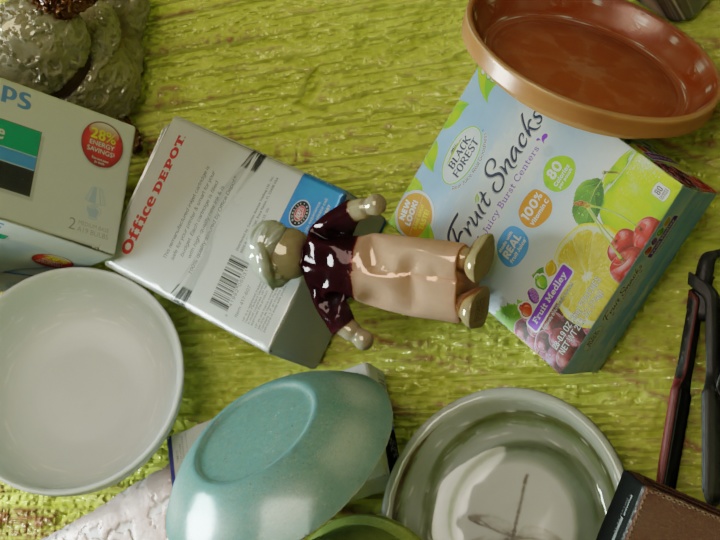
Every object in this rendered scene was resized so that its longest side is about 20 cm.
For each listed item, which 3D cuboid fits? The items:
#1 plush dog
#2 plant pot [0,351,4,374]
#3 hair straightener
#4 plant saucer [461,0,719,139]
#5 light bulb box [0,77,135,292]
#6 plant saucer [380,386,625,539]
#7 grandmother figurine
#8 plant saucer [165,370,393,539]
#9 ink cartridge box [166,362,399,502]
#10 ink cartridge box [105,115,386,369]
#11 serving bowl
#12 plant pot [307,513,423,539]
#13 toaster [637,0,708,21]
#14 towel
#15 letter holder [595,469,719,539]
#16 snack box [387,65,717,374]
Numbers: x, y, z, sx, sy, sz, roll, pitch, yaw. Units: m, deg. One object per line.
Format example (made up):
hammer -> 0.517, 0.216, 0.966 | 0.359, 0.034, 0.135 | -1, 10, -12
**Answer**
plush dog -> -0.282, -0.189, 1.288 | 0.200, 0.172, 0.161 | -38, 62, 12
plant pot -> -0.407, 0.083, 1.261 | 0.199, 0.173, 0.202 | -7, 81, 49
hair straightener -> 0.265, 0.072, 1.007 | 0.076, 0.041, 0.202 | 5, 74, 29
plant saucer -> 0.170, -0.156, 1.044 | 0.200, 0.199, 0.032 | 41, 133, 30
light bulb box -> -0.335, -0.076, 1.229 | 0.199, 0.197, 0.126 | -17, 62, 51
plant saucer -> 0.113, 0.190, 1.041 | 0.199, 0.050, 0.202 | -8, 73, 26
grandmother figurine -> 0.000, 0.000, 1.067 | 0.199, 0.060, 0.122 | 11, 97, 23
plant saucer -> -0.071, 0.135, 1.059 | 0.200, 0.039, 0.201 | -25, 28, 14
ink cartridge box -> -0.065, 0.155, 1.150 | 0.199, 0.039, 0.100 | -20, 63, 21
ink cartridge box -> -0.101, -0.026, 1.196 | 0.199, 0.084, 0.147 | 26, 89, 32
serving bowl -> -0.246, 0.101, 1.211 | 0.198, 0.066, 0.202 | -1, 70, 3
plant pot -> -0.054, 0.282, 0.991 | 0.199, 0.189, 0.202 | -2, 87, 43
toaster -> 0.228, -0.310, 1.081 | 0.200, 0.119, 0.181 | -48, 59, 5
towel -> -0.195, 0.285, 1.189 | 0.199, 0.032, 0.192 | -31, 63, 16
letter holder -> 0.207, 0.255, 0.917 | 0.141, 0.101, 0.201 | 23, 89, 4
snack box -> 0.139, -0.047, 1.065 | 0.200, 0.067, 0.169 | 42, 112, 32
